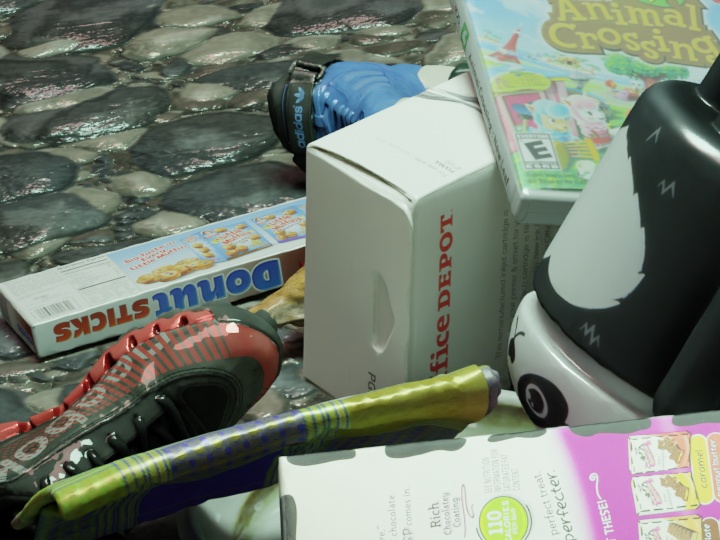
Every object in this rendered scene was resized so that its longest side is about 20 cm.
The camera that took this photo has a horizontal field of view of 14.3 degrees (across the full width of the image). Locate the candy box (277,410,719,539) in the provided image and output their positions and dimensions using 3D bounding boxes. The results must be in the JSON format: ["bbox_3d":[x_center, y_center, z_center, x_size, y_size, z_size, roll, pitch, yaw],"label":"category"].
[{"bbox_3d":[0.070,0.135,1.139,0.199,0.061,0.137,-5,58,4],"label":"candy box"}]

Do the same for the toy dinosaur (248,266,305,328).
[{"bbox_3d":[0.000,0.000,1.561,0.106,0.061,0.200,10,28,40],"label":"toy dinosaur"}]

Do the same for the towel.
[{"bbox_3d":[-0.043,0.082,1.224,0.199,0.023,0.144,-14,-8,-16],"label":"towel"}]

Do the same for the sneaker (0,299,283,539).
[{"bbox_3d":[-0.119,0.090,1.332,0.200,0.071,0.098,-30,32,6],"label":"sneaker"}]

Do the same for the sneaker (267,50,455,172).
[{"bbox_3d":[-0.006,-0.081,1.727,0.111,0.077,0.200,3,20,10],"label":"sneaker"}]

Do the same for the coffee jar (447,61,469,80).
[{"bbox_3d":[0.157,-0.111,1.736,0.199,0.086,0.104,-22,19,-28],"label":"coffee jar"}]

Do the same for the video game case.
[{"bbox_3d":[0.153,-0.089,1.426,0.199,0.022,0.183,2,45,-16],"label":"video game case"}]

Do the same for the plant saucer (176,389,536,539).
[{"bbox_3d":[0.019,0.116,1.293,0.199,0.050,0.200,-7,23,3],"label":"plant saucer"}]

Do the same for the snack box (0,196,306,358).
[{"bbox_3d":[-0.102,0.002,1.635,0.199,0.024,0.072,-16,23,-19],"label":"snack box"}]

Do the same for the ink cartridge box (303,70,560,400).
[{"bbox_3d":[0.067,-0.022,1.462,0.199,0.147,0.083,-25,41,-36],"label":"ink cartridge box"}]

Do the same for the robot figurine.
[{"bbox_3d":[0.144,-0.002,1.232,0.125,0.201,0.150,39,21,23],"label":"robot figurine"}]
